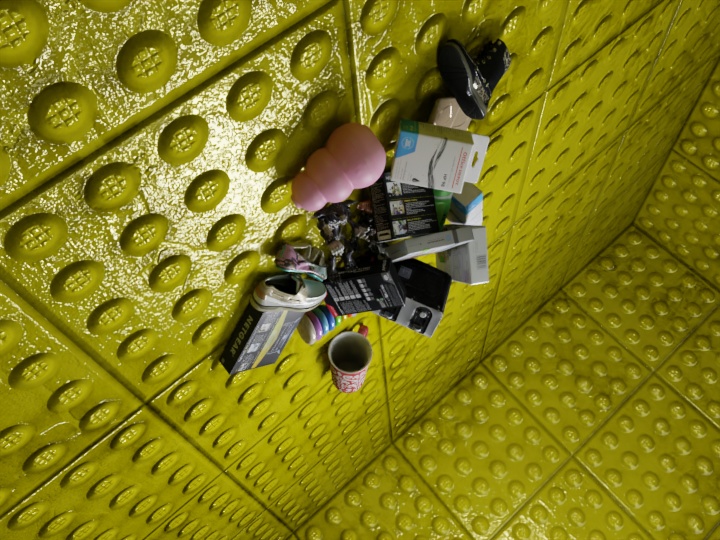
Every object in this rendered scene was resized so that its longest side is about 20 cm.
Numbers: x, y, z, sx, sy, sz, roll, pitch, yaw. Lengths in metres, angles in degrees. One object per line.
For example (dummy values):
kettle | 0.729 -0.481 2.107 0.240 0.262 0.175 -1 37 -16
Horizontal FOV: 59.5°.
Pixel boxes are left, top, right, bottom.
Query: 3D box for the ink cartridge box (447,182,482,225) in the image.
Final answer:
ink cartridge box | 0.272 -0.175 1.722 0.067 0.116 0.201 -41 154 -10

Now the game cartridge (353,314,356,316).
game cartridge | 0.004 0.046 1.736 0.201 0.038 0.129 -54 150 17

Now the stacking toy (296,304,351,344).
stacking toy | -0.069 0.114 1.640 0.198 0.086 0.086 -25 149 -27

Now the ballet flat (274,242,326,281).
ballet flat | -0.122 -0.023 1.409 0.199 0.068 0.072 20 93 -63

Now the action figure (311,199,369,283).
action figure | -0.039 -0.076 1.368 0.118 0.102 0.203 -27 134 -27

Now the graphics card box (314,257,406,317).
graphics card box | 0.001 0.044 1.528 0.196 0.051 0.126 -10 132 22

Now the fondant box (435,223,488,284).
fondant box | 0.265 -0.048 1.678 0.057 0.199 0.148 -7 98 -20

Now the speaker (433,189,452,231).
speaker | 0.185 -0.160 1.647 0.088 0.088 0.202 -30 151 -29

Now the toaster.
toaster | 0.136 0.057 1.659 0.201 0.178 0.120 -65 177 -51

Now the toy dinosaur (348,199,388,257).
toy dinosaur | 0.024 -0.113 1.480 0.199 0.101 0.138 29 74 -47

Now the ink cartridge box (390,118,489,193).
ink cartridge box | 0.171 -0.241 1.347 0.067 0.196 0.118 -82 -178 -57

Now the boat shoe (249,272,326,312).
boat shoe | -0.151 0.047 1.425 0.198 0.075 0.069 -8 143 -43

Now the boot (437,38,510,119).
boot | 0.245 -0.445 1.340 0.155 0.073 0.204 -58 138 -16

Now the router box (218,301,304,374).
router box | -0.229 0.148 1.498 0.156 0.052 0.202 -6 134 -54

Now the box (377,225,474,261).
box | 0.161 -0.062 1.574 0.197 0.042 0.155 -12 176 -26

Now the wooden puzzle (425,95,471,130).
wooden puzzle | 0.187 -0.327 1.453 0.199 0.046 0.187 -27 150 -45

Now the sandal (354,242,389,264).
sandal | 0.000 0.000 1.617 0.199 0.075 0.045 -41 147 -5

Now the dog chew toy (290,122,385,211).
dog chew toy | -0.049 -0.189 1.206 0.199 0.125 0.125 -37 155 1

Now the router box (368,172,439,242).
router box | 0.104 -0.152 1.469 0.050 0.153 0.198 -7 -177 40

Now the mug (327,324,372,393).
mug | -0.018 0.280 1.941 0.176 0.134 0.201 -33 156 -21
